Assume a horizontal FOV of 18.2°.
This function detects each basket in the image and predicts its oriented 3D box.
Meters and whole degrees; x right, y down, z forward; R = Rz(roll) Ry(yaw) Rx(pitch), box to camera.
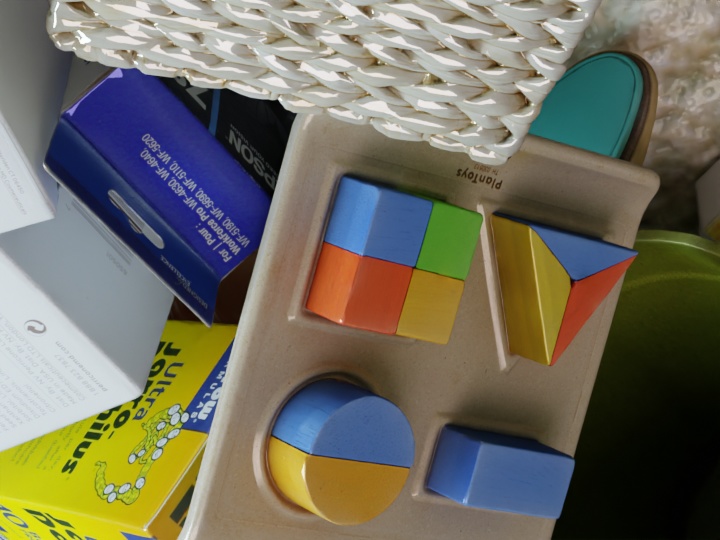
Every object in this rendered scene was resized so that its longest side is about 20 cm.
[{"bbox_3d":[0.000,-0.169,0.824,0.197,0.200,0.161,14,130,-10],"label":"basket"}]

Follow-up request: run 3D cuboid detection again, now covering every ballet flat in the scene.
[{"bbox_3d":[0.072,-0.004,0.987,0.200,0.069,0.063,-55,143,-2],"label":"ballet flat"}]

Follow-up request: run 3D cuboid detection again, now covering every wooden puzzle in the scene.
[{"bbox_3d":[0.033,0.040,0.897,0.185,0.046,0.201,12,100,-38],"label":"wooden puzzle"}]

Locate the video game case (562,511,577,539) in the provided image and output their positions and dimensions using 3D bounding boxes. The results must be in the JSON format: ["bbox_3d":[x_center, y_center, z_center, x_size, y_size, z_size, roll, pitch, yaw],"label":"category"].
[{"bbox_3d":[0.034,0.152,1.077,0.142,0.201,0.017,7,139,-4],"label":"video game case"}]

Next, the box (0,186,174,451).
[{"bbox_3d":[-0.181,-0.003,0.970,0.199,0.153,0.106,-22,125,29],"label":"box"}]

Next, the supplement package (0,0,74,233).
[{"bbox_3d":[-0.183,-0.124,0.860,0.110,0.200,0.156,-15,127,13],"label":"supplement package"}]

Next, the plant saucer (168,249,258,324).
[{"bbox_3d":[0.000,0.000,1.061,0.199,0.038,0.201,1,129,1],"label":"plant saucer"}]

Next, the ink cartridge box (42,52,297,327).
[{"bbox_3d":[-0.067,-0.079,0.895,0.039,0.200,0.099,-28,124,25],"label":"ink cartridge box"}]

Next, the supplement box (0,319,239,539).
[{"bbox_3d":[-0.087,0.095,1.030,0.109,0.110,0.200,46,155,-28],"label":"supplement box"}]

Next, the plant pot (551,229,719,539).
[{"bbox_3d":[0.162,0.107,1.042,0.200,0.201,0.193,-30,147,23],"label":"plant pot"}]

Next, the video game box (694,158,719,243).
[{"bbox_3d":[0.283,-0.047,1.011,0.182,0.047,0.200,30,123,-23],"label":"video game box"}]
